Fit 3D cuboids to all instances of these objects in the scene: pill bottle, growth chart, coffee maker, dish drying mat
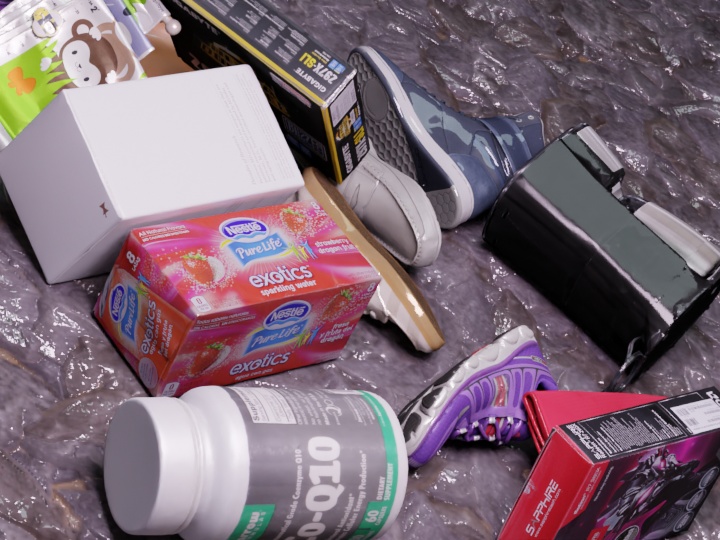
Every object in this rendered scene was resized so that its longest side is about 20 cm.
[{"bbox_3d":[-0.075,0.140,1.519,0.199,0.113,0.114,3,43,-32],"label":"pill bottle"},{"bbox_3d":[-0.246,-0.180,1.760,0.145,0.018,0.200,45,77,2],"label":"growth chart"},{"bbox_3d":[0.210,-0.013,1.891,0.200,0.135,0.192,41,38,14],"label":"coffee maker"},{"bbox_3d":[0.210,0.138,1.772,0.199,0.018,0.077,6,56,-47],"label":"dish drying mat"}]

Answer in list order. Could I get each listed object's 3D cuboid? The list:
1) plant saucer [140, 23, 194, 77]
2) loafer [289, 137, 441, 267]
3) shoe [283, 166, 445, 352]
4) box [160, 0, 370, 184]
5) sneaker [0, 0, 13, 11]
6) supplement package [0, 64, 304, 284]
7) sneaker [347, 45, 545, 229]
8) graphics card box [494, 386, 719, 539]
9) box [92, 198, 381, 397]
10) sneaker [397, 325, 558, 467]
[{"bbox_3d":[-0.176,-0.168,1.896,0.199,0.038,0.201,20,36,-15],"label":"plant saucer"},{"bbox_3d":[-0.001,-0.071,1.880,0.069,0.070,0.200,-11,44,-36],"label":"loafer"},{"bbox_3d":[0.000,0.000,1.810,0.200,0.053,0.070,52,7,22],"label":"shoe"},{"bbox_3d":[-0.083,-0.176,1.805,0.200,0.160,0.049,39,78,16],"label":"box"},{"bbox_3d":[-0.293,-0.259,1.840,0.198,0.084,0.081,8,39,10],"label":"sneaker"},{"bbox_3d":[-0.167,-0.079,1.697,0.199,0.117,0.118,-14,74,-46],"label":"supplement package"},{"bbox_3d":[0.084,-0.139,1.998,0.145,0.077,0.203,-21,68,-35],"label":"sneaker"},{"bbox_3d":[0.208,0.166,1.678,0.199,0.126,0.051,-9,43,-43],"label":"graphics card box"},{"bbox_3d":[-0.096,0.020,1.668,0.199,0.096,0.100,-11,50,-43],"label":"box"},{"bbox_3d":[0.100,0.111,1.718,0.200,0.081,0.084,-30,81,-46],"label":"sneaker"}]
